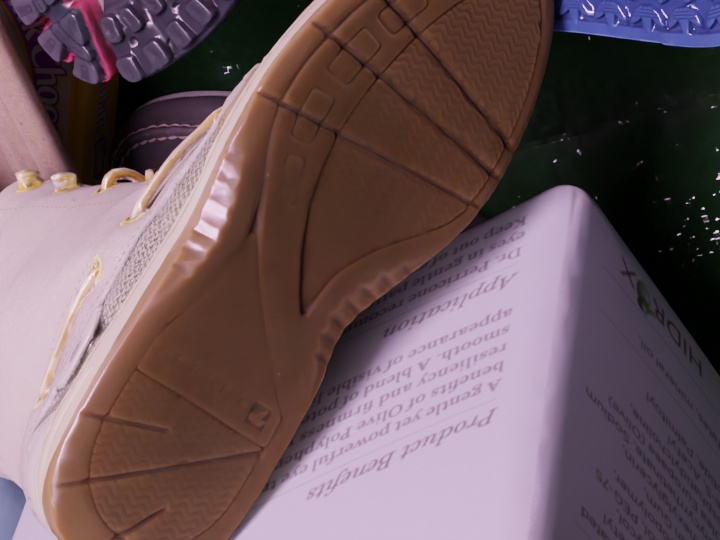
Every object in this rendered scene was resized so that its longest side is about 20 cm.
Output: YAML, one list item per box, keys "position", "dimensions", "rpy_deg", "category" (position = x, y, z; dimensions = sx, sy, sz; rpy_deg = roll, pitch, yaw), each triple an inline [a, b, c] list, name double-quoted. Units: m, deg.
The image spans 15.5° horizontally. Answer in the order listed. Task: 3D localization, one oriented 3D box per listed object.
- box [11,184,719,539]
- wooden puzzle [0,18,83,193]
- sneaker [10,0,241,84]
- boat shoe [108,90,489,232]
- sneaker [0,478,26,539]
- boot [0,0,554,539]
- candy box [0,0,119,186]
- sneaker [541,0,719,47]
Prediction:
- position: [0.024, 0.129, 0.726]
  dimensions: [0.199, 0.172, 0.200]
  rpy_deg: [-27, 115, 25]
  category: "box"
- position: [-0.174, -0.062, 0.816]
  dimensions: [0.184, 0.037, 0.200]
  rpy_deg: [8, 150, 23]
  category: "wooden puzzle"
- position: [-0.016, -0.127, 0.708]
  dimensions: [0.200, 0.075, 0.081]
  rpy_deg: [-27, 102, 38]
  category: "sneaker"
- position: [0.000, 0.000, 0.818]
  dimensions: [0.200, 0.057, 0.067]
  rpy_deg: [25, 121, 17]
  category: "boat shoe"
- position: [-0.182, 0.107, 0.798]
  dimensions: [0.079, 0.200, 0.131]
  rpy_deg: [2, 140, 51]
  category: "sneaker"
- position: [-0.043, -0.017, 0.731]
  dimensions: [0.072, 0.200, 0.155]
  rpy_deg: [38, 170, -24]
  category: "boot"
- position: [-0.130, -0.052, 0.885]
  dimensions: [0.102, 0.026, 0.201]
  rpy_deg: [16, 119, 18]
  category: "candy box"
- position: [0.063, -0.104, 0.739]
  dimensions: [0.200, 0.078, 0.070]
  rpy_deg: [21, 123, 44]
  category: "sneaker"
